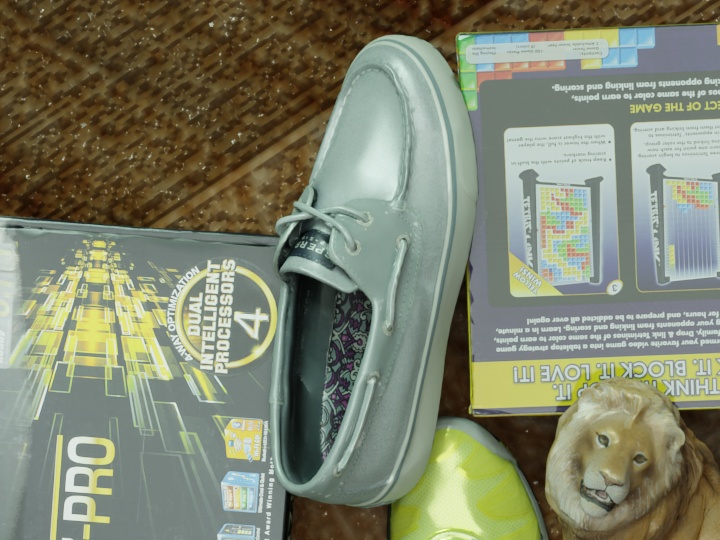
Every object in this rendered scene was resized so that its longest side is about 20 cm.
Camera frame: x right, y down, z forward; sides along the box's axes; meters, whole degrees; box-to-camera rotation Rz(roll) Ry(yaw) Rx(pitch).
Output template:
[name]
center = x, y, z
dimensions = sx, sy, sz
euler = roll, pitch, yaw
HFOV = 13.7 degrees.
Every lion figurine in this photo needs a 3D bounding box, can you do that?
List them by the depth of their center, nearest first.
[lion figurine]
center = 0.159, 0.125, 1.275
dimensions = 0.199, 0.072, 0.123
euler = 20, 102, -19

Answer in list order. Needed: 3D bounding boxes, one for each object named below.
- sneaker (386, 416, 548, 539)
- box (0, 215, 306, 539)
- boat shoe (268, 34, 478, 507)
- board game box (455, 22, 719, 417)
[sneaker]
center = 0.048, 0.163, 1.292
dimensions = 0.075, 0.076, 0.201
euler = -5, 90, 5
[box]
center = -0.107, 0.079, 1.313
dimensions = 0.160, 0.049, 0.201
euler = 5, 90, 4
[boat shoe]
center = -0.001, 0.000, 1.262
dimensions = 0.070, 0.071, 0.202
euler = 7, 93, 38
[board game box]
center = 0.143, -0.024, 1.293
dimensions = 0.199, 0.057, 0.166
euler = -1, 93, 4
